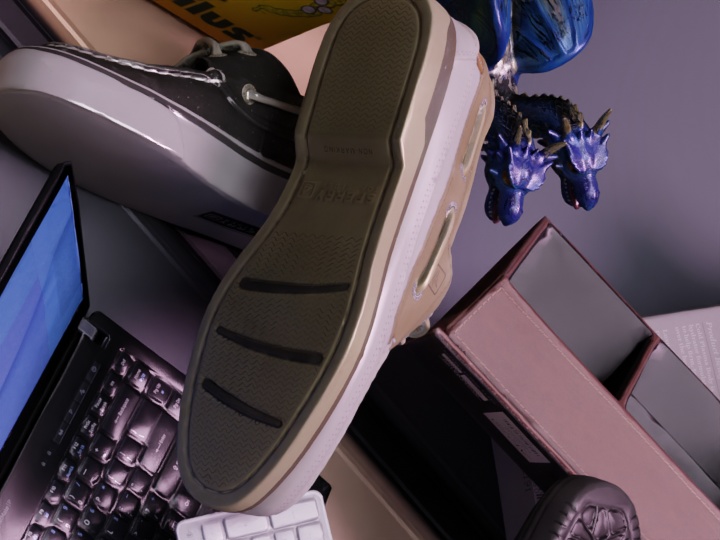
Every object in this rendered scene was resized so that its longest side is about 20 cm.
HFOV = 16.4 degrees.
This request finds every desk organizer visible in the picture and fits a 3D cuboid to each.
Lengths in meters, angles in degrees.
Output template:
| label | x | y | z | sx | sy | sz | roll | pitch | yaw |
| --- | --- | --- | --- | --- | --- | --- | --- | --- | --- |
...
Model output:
| label | x | y | z | sx | sy | sz | roll | pitch | yaw |
| --- | --- | --- | --- | --- | --- | --- | --- | --- | --- |
| desk organizer | 0.117 | 0.072 | 0.952 | 0.077 | 0.072 | 0.200 | -44 | 92 | -10 |

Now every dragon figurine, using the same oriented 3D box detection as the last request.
| label | x | y | z | sx | sy | sz | roll | pitch | yaw |
| --- | --- | --- | --- | --- | --- | --- | --- | --- | --- |
| dragon figurine | 0.057 | -0.107 | 1.020 | 0.059 | 0.099 | 0.201 | 10 | 72 | -34 |

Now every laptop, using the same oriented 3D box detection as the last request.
| label | x | y | z | sx | sy | sz | roll | pitch | yaw |
| --- | --- | --- | --- | --- | --- | --- | --- | --- | --- |
| laptop | -0.091 | 0.094 | 0.878 | 0.200 | 0.103 | 0.178 | 39 | 62 | -24 |

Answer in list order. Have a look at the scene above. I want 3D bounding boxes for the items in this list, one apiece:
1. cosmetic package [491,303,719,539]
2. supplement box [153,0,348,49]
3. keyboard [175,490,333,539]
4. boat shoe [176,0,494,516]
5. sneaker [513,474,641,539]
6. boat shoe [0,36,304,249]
| label | x | y | z | sx | sy | sz | roll | pitch | yaw |
| --- | --- | --- | --- | --- | --- | --- | --- | --- | --- |
| cosmetic package | 0.157 | 0.067 | 1.074 | 0.199 | 0.090 | 0.107 | -5 | 84 | -39 |
| supplement box | -0.030 | -0.204 | 0.970 | 0.109 | 0.109 | 0.201 | 29 | 65 | -28 |
| keyboard | -0.018 | 0.183 | 0.898 | 0.056 | 0.011 | 0.201 | -12 | 84 | -9 |
| boat shoe | 0.000 | 0.000 | 0.907 | 0.068 | 0.075 | 0.201 | 31 | 79 | -49 |
| sneaker | 0.036 | 0.165 | 0.925 | 0.060 | 0.104 | 0.201 | 10 | 94 | -39 |
| boat shoe | -0.055 | -0.053 | 0.955 | 0.200 | 0.071 | 0.064 | 24 | 69 | -39 |
